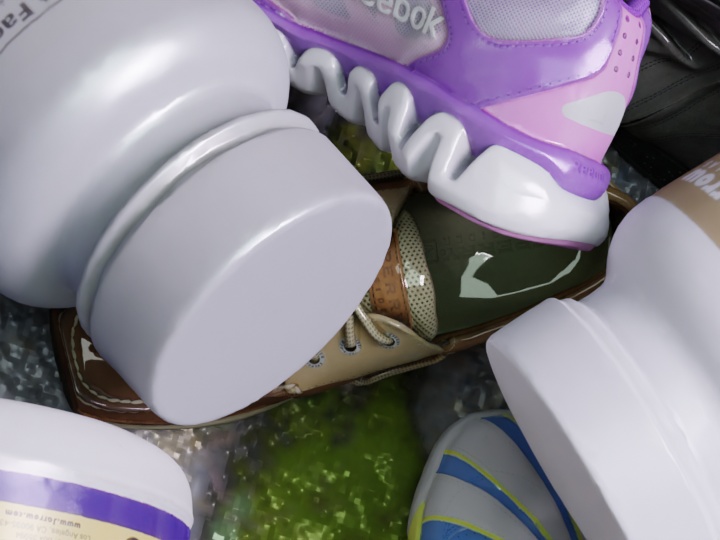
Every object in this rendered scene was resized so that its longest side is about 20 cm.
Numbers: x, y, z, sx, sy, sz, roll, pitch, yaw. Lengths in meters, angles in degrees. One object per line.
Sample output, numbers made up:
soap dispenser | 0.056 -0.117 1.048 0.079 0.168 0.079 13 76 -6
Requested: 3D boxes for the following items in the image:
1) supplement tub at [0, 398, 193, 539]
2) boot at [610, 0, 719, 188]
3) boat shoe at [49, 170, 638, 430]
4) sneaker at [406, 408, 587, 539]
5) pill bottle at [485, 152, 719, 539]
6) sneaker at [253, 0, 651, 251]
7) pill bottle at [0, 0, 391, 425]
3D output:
supplement tub | -0.126 0.144 0.716 0.145 0.145 0.201 9 75 -14
boot | 0.084 -0.095 0.842 0.199 0.131 0.068 28 72 -7
boat shoe | 0.000 0.000 0.821 0.199 0.074 0.076 -16 92 -19
sneaker | 0.063 0.137 0.793 0.075 0.105 0.201 -3 78 -16
pill bottle | 0.143 0.009 0.745 0.199 0.116 0.116 -32 86 -6
sneaker | 0.016 -0.088 0.799 0.080 0.200 0.089 7 113 -51
pill bottle | -0.086 -0.055 0.760 0.114 0.115 0.200 -35 66 -20
